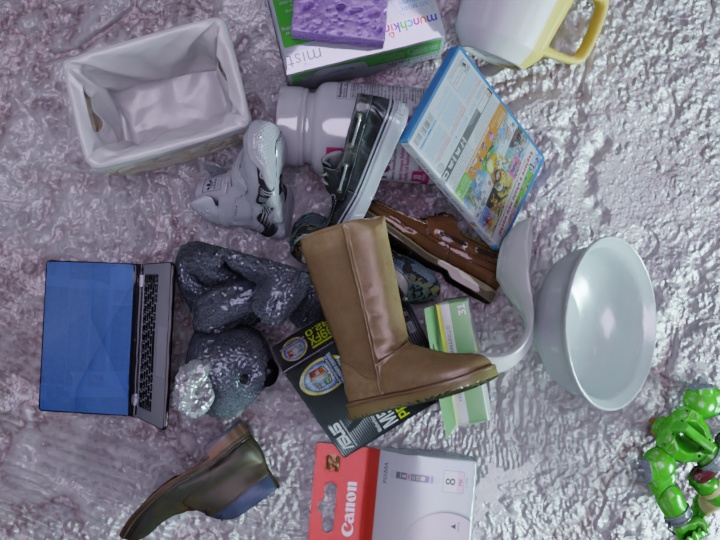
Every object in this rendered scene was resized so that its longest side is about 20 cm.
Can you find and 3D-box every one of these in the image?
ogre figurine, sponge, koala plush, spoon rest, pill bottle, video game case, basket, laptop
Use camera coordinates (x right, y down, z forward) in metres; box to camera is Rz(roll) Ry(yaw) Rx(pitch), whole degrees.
[{"bbox_3d":[0.412,0.216,1.191,0.120,0.098,0.200,39,100,-10],"label":"ogre figurine"},{"bbox_3d":[-0.019,-0.366,1.147,0.110,0.030,0.203,5,85,0],"label":"sponge"},{"bbox_3d":[-0.152,0.080,1.165,0.182,0.177,0.203,15,89,13],"label":"koala plush"},{"bbox_3d":[0.180,0.030,1.145,0.060,0.100,0.202,11,59,16],"label":"spoon rest"},{"bbox_3d":[-0.001,-0.167,1.193,0.197,0.113,0.115,4,88,1],"label":"pill bottle"},{"bbox_3d":[0.137,-0.142,1.164,0.200,0.018,0.144,44,63,-33],"label":"video game case"},{"bbox_3d":[-0.235,-0.201,1.188,0.198,0.123,0.137,-15,88,-1],"label":"basket"},{"bbox_3d":[-0.304,0.083,1.175,0.115,0.199,0.190,3,88,-27],"label":"laptop"}]

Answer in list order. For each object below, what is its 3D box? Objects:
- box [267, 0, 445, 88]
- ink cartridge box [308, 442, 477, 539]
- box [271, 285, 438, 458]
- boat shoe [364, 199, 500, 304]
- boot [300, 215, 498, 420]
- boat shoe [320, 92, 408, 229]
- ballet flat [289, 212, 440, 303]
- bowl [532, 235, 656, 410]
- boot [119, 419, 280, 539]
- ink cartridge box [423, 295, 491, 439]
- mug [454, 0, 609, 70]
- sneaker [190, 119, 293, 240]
[{"bbox_3d":[-0.014,-0.331,1.208,0.197,0.097,0.179,-13,86,-2],"label":"box"},{"bbox_3d":[0.038,0.303,1.211,0.197,0.057,0.165,5,88,-5],"label":"ink cartridge box"},{"bbox_3d":[0.007,0.117,1.152,0.159,0.201,0.044,-31,46,-3],"label":"box"},{"bbox_3d":[0.092,-0.038,1.215,0.199,0.072,0.068,32,84,-9],"label":"boat shoe"},{"bbox_3d":[0.037,0.039,1.025,0.173,0.066,0.203,-15,80,12],"label":"boot"},{"bbox_3d":[-0.011,-0.116,1.126,0.070,0.072,0.201,21,120,-5],"label":"boat shoe"},{"bbox_3d":[0.000,0.000,1.206,0.198,0.074,0.075,25,88,6],"label":"ballet flat"},{"bbox_3d":[0.265,0.062,1.178,0.200,0.090,0.204,2,87,-44],"label":"bowl"},{"bbox_3d":[-0.193,0.283,1.197,0.200,0.075,0.097,-41,86,-3],"label":"boot"},{"bbox_3d":[0.115,0.106,1.140,0.047,0.200,0.148,-10,88,8],"label":"ink cartridge box"},{"bbox_3d":[0.202,-0.322,1.188,0.185,0.149,0.155,22,96,7],"label":"mug"},{"bbox_3d":[-0.144,-0.106,1.158,0.113,0.201,0.076,8,62,7],"label":"sneaker"}]
